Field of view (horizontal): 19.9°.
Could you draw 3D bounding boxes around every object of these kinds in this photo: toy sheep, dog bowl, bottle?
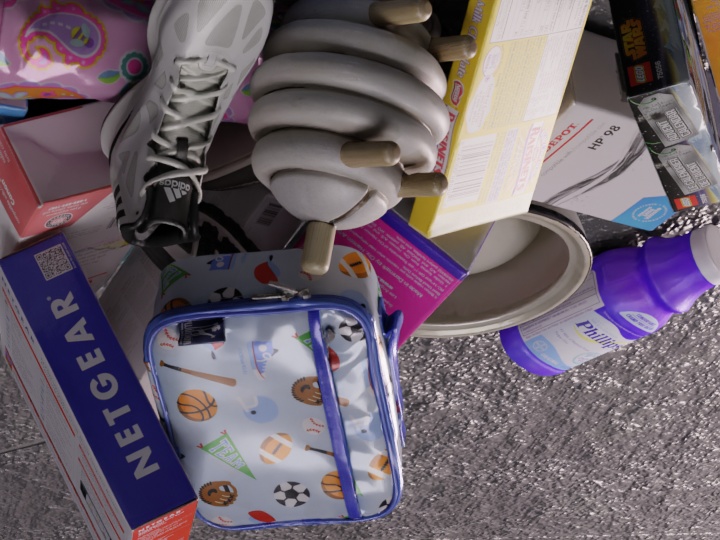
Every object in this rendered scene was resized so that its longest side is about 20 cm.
[{"bbox_3d":[-0.006,-0.095,1.250,0.137,0.202,0.138,14,162,5],"label":"toy sheep"},{"bbox_3d":[0.073,-0.026,1.554,0.198,0.074,0.201,-4,151,-2],"label":"dog bowl"},{"bbox_3d":[0.209,0.022,1.675,0.199,0.066,0.083,-26,145,31],"label":"bottle"}]

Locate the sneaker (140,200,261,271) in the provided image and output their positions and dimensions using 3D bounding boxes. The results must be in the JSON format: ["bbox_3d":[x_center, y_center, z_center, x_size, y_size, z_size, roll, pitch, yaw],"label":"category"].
[{"bbox_3d":[-0.084,0.029,1.358,0.200,0.074,0.080,42,120,-12],"label":"sneaker"}]

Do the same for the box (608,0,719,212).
[{"bbox_3d":[0.172,-0.154,1.211,0.040,0.202,0.137,-14,150,14],"label":"box"}]

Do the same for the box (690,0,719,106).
[{"bbox_3d":[0.228,-0.166,1.286,0.041,0.120,0.200,-14,151,13],"label":"box"}]

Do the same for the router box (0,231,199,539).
[{"bbox_3d":[-0.178,0.100,1.369,0.049,0.201,0.180,-24,165,-17],"label":"router box"}]

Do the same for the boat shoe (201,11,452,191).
[{"bbox_3d":[-0.021,-0.098,1.360,0.199,0.067,0.057,-31,126,3],"label":"boat shoe"}]

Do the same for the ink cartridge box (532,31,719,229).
[{"bbox_3d":[0.156,-0.100,1.427,0.199,0.067,0.116,13,146,-30],"label":"ink cartridge box"}]

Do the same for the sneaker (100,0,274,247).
[{"bbox_3d":[-0.095,-0.086,1.214,0.075,0.116,0.201,8,140,-24],"label":"sneaker"}]

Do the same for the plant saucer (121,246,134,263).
[{"bbox_3d":[-0.176,-0.065,1.483,0.198,0.028,0.201,-5,150,-3],"label":"plant saucer"}]

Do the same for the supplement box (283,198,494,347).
[{"bbox_3d":[0.000,0.000,1.426,0.103,0.101,0.200,38,132,-6],"label":"supplement box"}]

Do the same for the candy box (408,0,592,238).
[{"bbox_3d":[0.093,-0.120,1.304,0.102,0.026,0.201,-17,131,-46],"label":"candy box"}]

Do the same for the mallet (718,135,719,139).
[{"bbox_3d":[0.204,-0.117,1.293,0.041,0.201,0.066,-21,140,6],"label":"mallet"}]

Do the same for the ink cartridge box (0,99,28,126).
[{"bbox_3d":[-0.306,-0.089,1.371,0.115,0.067,0.200,8,148,-26],"label":"ink cartridge box"}]

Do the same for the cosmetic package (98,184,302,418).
[{"bbox_3d":[-0.119,0.003,1.439,0.050,0.083,0.201,12,121,-47],"label":"cosmetic package"}]

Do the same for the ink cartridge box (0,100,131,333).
[{"bbox_3d":[-0.214,-0.032,1.399,0.116,0.068,0.200,-18,160,-36],"label":"ink cartridge box"}]

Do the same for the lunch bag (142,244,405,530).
[{"bbox_3d":[-0.047,0.074,1.303,0.159,0.076,0.201,-3,129,9],"label":"lunch bag"}]

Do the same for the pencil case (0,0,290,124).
[{"bbox_3d":[-0.142,-0.141,1.300,0.198,0.088,0.088,4,150,-19],"label":"pencil case"}]
